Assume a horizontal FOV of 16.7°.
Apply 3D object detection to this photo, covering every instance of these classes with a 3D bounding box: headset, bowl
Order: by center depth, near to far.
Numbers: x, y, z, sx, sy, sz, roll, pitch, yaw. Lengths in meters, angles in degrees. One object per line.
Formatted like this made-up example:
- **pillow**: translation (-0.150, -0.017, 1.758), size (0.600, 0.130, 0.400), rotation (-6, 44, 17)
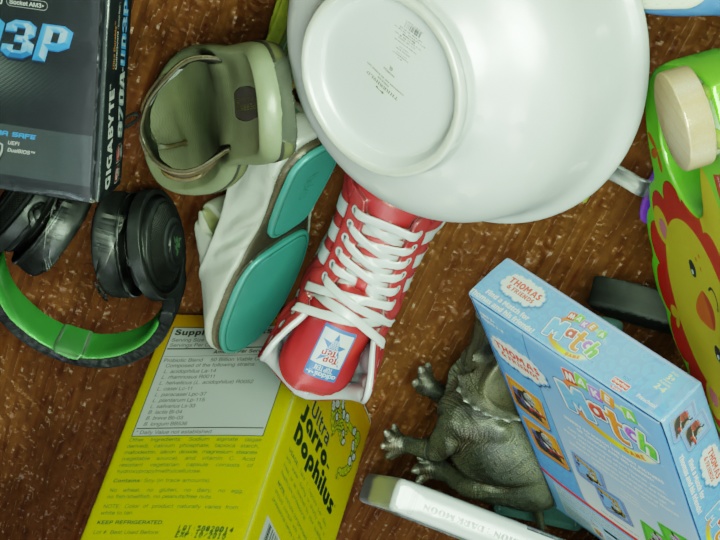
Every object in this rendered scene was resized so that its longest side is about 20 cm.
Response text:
- **bowl**: translation (0.034, -0.104, 1.201), size (0.200, 0.090, 0.203), rotation (17, 120, 31)
- **headset**: translation (-0.164, -0.016, 1.436), size (0.123, 0.094, 0.201), rotation (15, 129, 3)

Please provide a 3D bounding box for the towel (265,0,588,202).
- **towel**: translation (0.044, -0.100, 1.324), size (0.199, 0.018, 0.086), rotation (21, 140, -2)

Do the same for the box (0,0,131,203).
- **box**: translation (-0.221, -0.130, 1.314), size (0.198, 0.046, 0.160), rotation (9, 107, 11)

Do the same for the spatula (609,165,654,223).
- **spatula**: translation (0.115, -0.056, 1.307), size (0.198, 0.021, 0.057), rotation (9, 134, -7)

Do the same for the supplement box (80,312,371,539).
- **supplement box**: translation (-0.080, 0.133, 1.487), size (0.108, 0.201, 0.110), rotation (-1, 136, 22)

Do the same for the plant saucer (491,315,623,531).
- **plant saucer**: translation (0.117, 0.094, 1.511), size (0.069, 0.019, 0.201), rotation (12, 138, 9)

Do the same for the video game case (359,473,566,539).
- **video game case**: translation (0.093, 0.168, 1.513), size (0.181, 0.024, 0.200), rotation (21, 174, -4)

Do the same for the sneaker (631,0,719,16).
- **sneaker**: translation (0.225, -0.118, 1.187), size (0.198, 0.077, 0.112), rotation (-6, 125, 17)

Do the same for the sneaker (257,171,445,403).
- **sneaker**: translation (0.000, 0.000, 1.364), size (0.071, 0.113, 0.200), rotation (23, 146, 1)

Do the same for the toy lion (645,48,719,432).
- **toy lion**: translation (0.180, -0.009, 1.214), size (0.068, 0.192, 0.202), rotation (-17, 97, -8)

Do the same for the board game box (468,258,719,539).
- **board game box**: translation (0.144, 0.099, 1.353), size (0.151, 0.037, 0.201), rotation (35, 159, 41)

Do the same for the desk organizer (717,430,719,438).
- **desk organizer**: translation (0.268, 0.101, 1.415), size (0.198, 0.077, 0.072), rotation (-4, 134, 24)

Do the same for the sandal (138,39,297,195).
- **sandal**: translation (-0.087, -0.083, 1.306), size (0.057, 0.080, 0.201), rotation (-15, 180, -20)

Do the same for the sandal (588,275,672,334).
- **sandal**: translation (0.224, 0.023, 1.360), size (0.199, 0.048, 0.075), rotation (15, 175, 19)

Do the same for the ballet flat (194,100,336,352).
- **ballet flat**: translation (-0.061, -0.033, 1.408), size (0.069, 0.070, 0.201), rotation (20, 140, -2)

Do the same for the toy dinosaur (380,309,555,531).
- **toy dinosaur**: translation (0.080, 0.110, 1.473), size (0.102, 0.077, 0.201), rotation (8, 135, 39)
